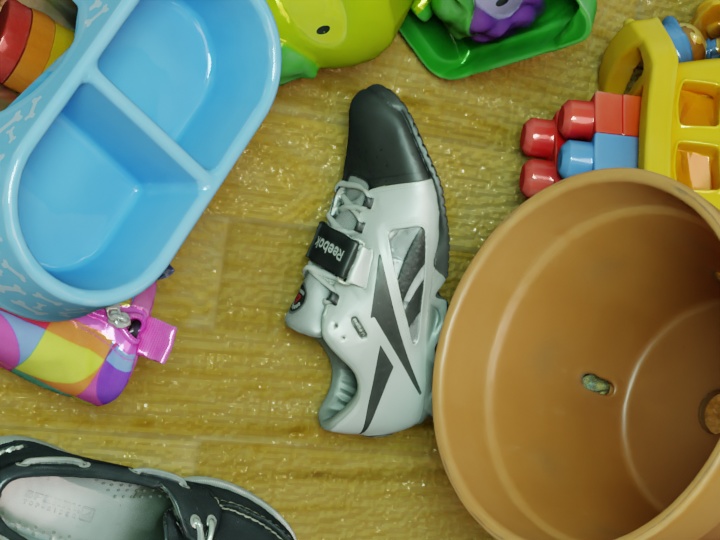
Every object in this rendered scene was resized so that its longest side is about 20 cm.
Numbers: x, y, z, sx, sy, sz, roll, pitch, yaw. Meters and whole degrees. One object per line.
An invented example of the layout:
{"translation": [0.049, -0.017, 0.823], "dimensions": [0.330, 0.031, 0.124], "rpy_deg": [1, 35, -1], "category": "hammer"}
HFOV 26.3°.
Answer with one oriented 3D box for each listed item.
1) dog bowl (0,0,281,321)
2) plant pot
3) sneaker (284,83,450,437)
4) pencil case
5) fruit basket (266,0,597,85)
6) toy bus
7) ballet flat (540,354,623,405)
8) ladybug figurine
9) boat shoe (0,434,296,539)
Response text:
{"translation": [-0.110, -0.067, 0.729], "dimensions": [0.111, 0.049, 0.201], "rpy_deg": [43, 69, -31], "category": "dog bowl"}
{"translation": [0.156, 0.062, 0.811], "dimensions": [0.139, 0.199, 0.202], "rpy_deg": [20, 88, -41], "category": "plant pot"}
{"translation": [0.000, 0.000, 0.859], "dimensions": [0.088, 0.074, 0.202], "rpy_deg": [-11, 103, -20], "category": "sneaker"}
{"translation": [-0.193, -0.002, 0.768], "dimensions": [0.199, 0.088, 0.089], "rpy_deg": [26, 85, -24], "category": "pencil case"}
{"translation": [0.017, -0.181, 0.817], "dimensions": [0.214, 0.155, 0.218], "rpy_deg": [5, 81, -37], "category": "fruit basket"}
{"translation": [0.192, -0.086, 0.909], "dimensions": [0.190, 0.136, 0.202], "rpy_deg": [9, 67, -2], "category": "toy bus"}
{"translation": [0.125, 0.050, 0.923], "dimensions": [0.199, 0.071, 0.071], "rpy_deg": [-25, 106, -25], "category": "ballet flat"}
{"translation": [-0.162, -0.101, 0.765], "dimensions": [0.199, 0.072, 0.137], "rpy_deg": [31, 72, -33], "category": "ladybug figurine"}
{"translation": [-0.116, 0.143, 0.831], "dimensions": [0.199, 0.060, 0.076], "rpy_deg": [15, 90, -25], "category": "boat shoe"}
